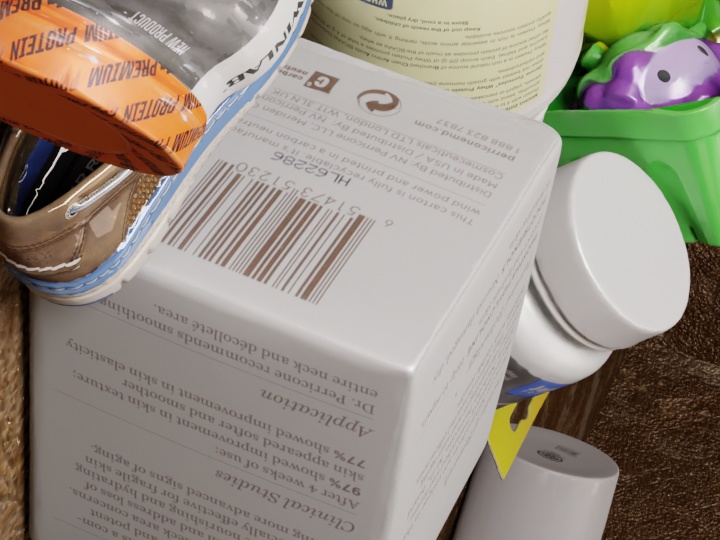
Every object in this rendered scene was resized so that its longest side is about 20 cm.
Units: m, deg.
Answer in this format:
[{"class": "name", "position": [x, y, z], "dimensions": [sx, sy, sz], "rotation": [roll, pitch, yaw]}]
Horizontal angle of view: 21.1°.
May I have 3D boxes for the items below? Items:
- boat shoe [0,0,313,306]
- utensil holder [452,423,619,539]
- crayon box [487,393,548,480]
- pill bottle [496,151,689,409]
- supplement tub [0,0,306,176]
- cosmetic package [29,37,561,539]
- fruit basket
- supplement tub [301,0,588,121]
[{"class": "boat shoe", "position": [-0.071, -0.084, 0.700], "dimensions": [0.072, 0.072, 0.200], "rotation": [66, 46, -70]}, {"class": "utensil holder", "position": [0.191, 0.296, 2.196], "dimensions": [0.170, 0.170, 0.201], "rotation": [-30, 136, -71]}, {"class": "crayon box", "position": [0.051, 0.018, 1.189], "dimensions": [0.200, 0.051, 0.127], "rotation": [65, 32, -18]}, {"class": "pill bottle", "position": [0.064, 0.016, 1.009], "dimensions": [0.200, 0.114, 0.114], "rotation": [-23, -157, 40]}, {"class": "supplement tub", "position": [-0.056, -0.137, 0.563], "dimensions": [0.123, 0.122, 0.200], "rotation": [56, 55, -75]}, {"class": "cosmetic package", "position": [-0.032, 0.032, 0.829], "dimensions": [0.166, 0.167, 0.200], "rotation": [-56, 163, -45]}, {"class": "fruit basket", "position": [0.169, -0.139, 1.031], "dimensions": [0.215, 0.155, 0.216], "rotation": [-7, 100, -45]}, {"class": "supplement tub", "position": [0.035, -0.148, 0.878], "dimensions": [0.200, 0.145, 0.145], "rotation": [94, 21, -53]}]
